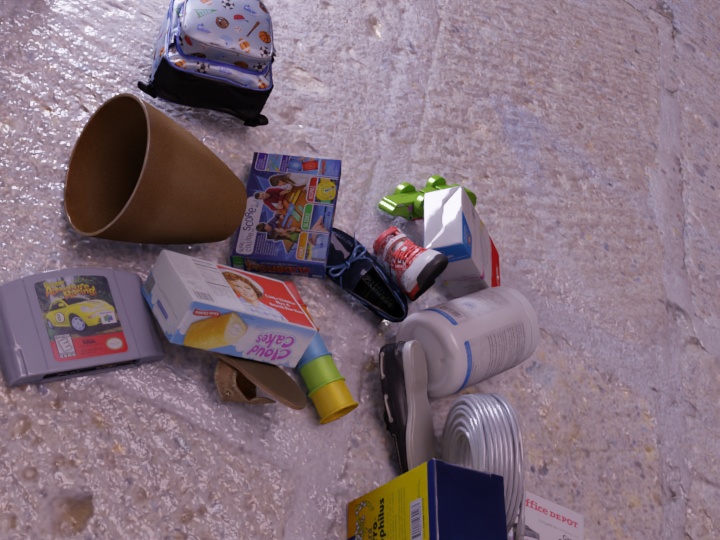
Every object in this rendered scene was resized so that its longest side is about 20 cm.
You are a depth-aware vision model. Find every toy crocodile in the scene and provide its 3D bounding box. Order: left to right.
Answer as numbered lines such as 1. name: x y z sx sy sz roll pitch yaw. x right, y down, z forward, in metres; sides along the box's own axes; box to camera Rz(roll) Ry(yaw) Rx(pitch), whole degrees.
1. toy crocodile: 0.114 -0.114 1.665 0.200 0.062 0.067 -16 34 -40

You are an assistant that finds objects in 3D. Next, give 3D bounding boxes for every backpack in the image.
1. backpack: -0.217 -0.337 1.489 0.199 0.154 0.191 14 45 -26

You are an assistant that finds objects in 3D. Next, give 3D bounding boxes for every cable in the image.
1. cable: 0.162 0.267 1.363 0.069 0.200 0.201 4 88 -13

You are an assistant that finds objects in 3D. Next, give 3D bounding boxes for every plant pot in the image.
1. plant pot: -0.255 -0.108 1.315 0.200 0.186 0.187 21 50 -45

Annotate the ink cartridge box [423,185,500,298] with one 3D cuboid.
1. ink cartridge box: 0.166 -0.029 1.605 0.200 0.067 0.117 53 32 -48

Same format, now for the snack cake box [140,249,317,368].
1. snack cake box: -0.167 0.050 1.283 0.200 0.067 0.115 17 22 -41

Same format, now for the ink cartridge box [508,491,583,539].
1. ink cartridge box: 0.232 0.421 1.390 0.147 0.086 0.201 26 51 -21

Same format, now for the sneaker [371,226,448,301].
1. sneaker: 0.066 -0.018 1.487 0.067 0.201 0.108 -41 84 -8

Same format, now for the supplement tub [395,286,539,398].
1. supplement tub: 0.161 0.105 1.506 0.200 0.132 0.132 -14 72 -42

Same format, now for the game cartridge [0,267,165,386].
1. game cartridge: -0.345 0.062 1.216 0.199 0.041 0.133 -8 64 -40

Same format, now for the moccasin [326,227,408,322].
1. moccasin: 0.000 0.000 1.475 0.200 0.081 0.068 36 2 -11

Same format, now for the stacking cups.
1. stacking cups: -0.073 0.110 1.377 0.060 0.060 0.201 -15 71 -42

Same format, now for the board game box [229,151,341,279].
1. board game box: -0.105 -0.083 1.447 0.135 0.035 0.201 6 54 3

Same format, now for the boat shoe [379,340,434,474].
1. boat shoe: 0.060 0.200 1.415 0.074 0.060 0.201 3 80 -60

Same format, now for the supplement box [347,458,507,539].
1. supplement box: 0.079 0.325 1.252 0.109 0.200 0.110 19 54 -27

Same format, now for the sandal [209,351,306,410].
1. sandal: -0.166 0.135 1.292 0.211 0.070 0.078 37 15 14
